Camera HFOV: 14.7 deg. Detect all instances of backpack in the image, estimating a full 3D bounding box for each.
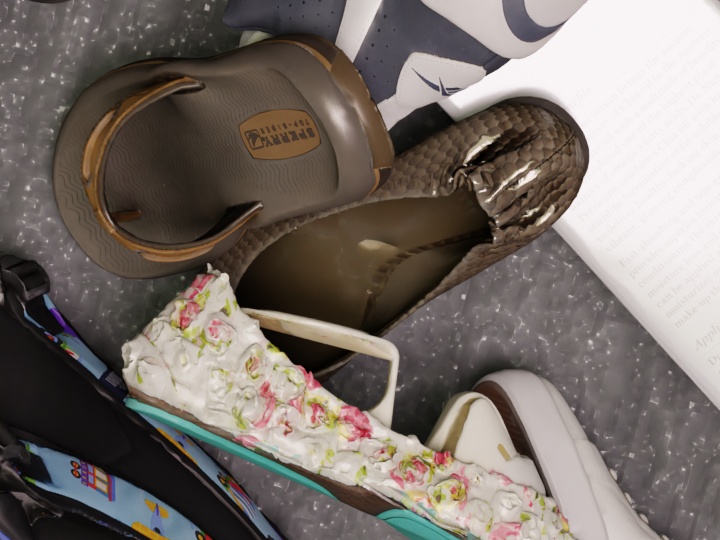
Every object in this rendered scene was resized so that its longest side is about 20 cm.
[{"bbox_3d":[-0.106,0.120,1.017,0.200,0.183,0.135,41,105,-19],"label":"backpack"}]

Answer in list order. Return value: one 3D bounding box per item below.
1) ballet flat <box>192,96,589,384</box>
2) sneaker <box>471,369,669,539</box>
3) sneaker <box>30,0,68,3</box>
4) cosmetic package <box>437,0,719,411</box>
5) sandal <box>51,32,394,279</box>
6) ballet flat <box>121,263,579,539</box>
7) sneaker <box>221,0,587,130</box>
[{"bbox_3d":[0.000,0.000,1.020,0.200,0.046,0.067,-30,105,33],"label":"ballet flat"},{"bbox_3d":[0.104,0.124,1.081,0.085,0.073,0.200,-23,93,-29],"label":"sneaker"},{"bbox_3d":[-0.153,-0.185,1.002,0.076,0.091,0.200,-36,97,7],"label":"sneaker"},{"bbox_3d":[0.120,-0.038,1.040,0.101,0.071,0.200,-41,98,7],"label":"cosmetic package"},{"bbox_3d":[-0.061,-0.032,0.985,0.055,0.200,0.082,-38,107,-31],"label":"sandal"},{"bbox_3d":[0.010,0.061,1.002,0.200,0.076,0.064,28,82,-9],"label":"ballet flat"},{"bbox_3d":[-0.011,-0.129,0.994,0.130,0.079,0.199,-40,62,21],"label":"sneaker"}]
